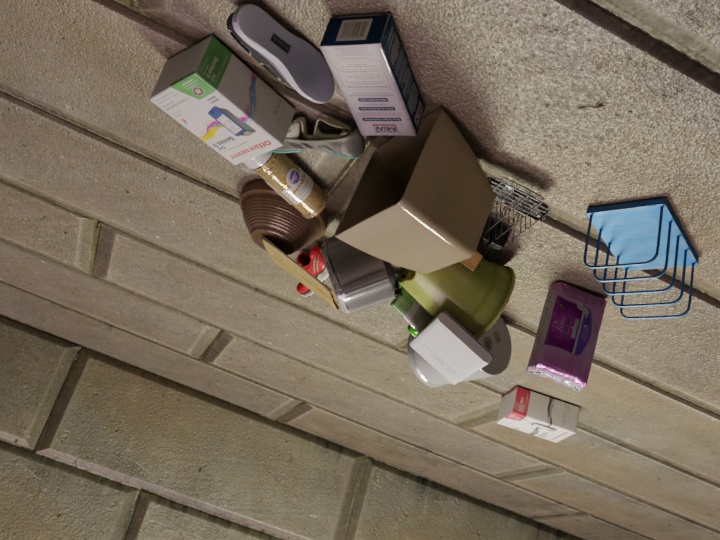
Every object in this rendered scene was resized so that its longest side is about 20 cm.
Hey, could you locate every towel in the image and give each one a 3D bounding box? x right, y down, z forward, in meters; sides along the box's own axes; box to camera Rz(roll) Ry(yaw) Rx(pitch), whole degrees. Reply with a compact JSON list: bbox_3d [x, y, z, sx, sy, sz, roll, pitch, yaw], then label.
[{"bbox_3d":[0.168,0.081,1.679,0.200,0.150,0.031,42,150,-19],"label":"towel"}]

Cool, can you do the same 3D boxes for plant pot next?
[{"bbox_3d":[0.107,-0.110,1.293,0.176,0.202,0.199,36,150,-20],"label":"plant pot"},{"bbox_3d":[0.182,0.024,1.580,0.183,0.202,0.200,36,151,-13],"label":"plant pot"},{"bbox_3d":[-0.174,-0.098,1.648,0.198,0.094,0.202,15,154,7],"label":"plant pot"}]

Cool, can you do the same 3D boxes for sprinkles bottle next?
[{"bbox_3d":[-0.146,-0.181,1.491,0.068,0.069,0.200,-5,147,38],"label":"sprinkles bottle"}]

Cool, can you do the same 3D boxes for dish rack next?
[{"bbox_3d":[0.244,-0.113,1.402,0.152,0.055,0.200,23,152,-13],"label":"dish rack"}]

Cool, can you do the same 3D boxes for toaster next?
[{"bbox_3d":[0.000,0.000,1.590,0.127,0.202,0.114,-21,149,1],"label":"toaster"}]

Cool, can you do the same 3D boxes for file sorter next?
[{"bbox_3d":[0.492,-0.014,1.360,0.137,0.124,0.200,-6,146,38],"label":"file sorter"}]

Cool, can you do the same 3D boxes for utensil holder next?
[{"bbox_3d":[0.238,0.186,1.866,0.169,0.172,0.199,33,149,-30],"label":"utensil holder"}]

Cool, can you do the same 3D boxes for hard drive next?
[{"bbox_3d":[0.180,0.161,1.574,0.132,0.025,0.200,42,157,4],"label":"hard drive"}]

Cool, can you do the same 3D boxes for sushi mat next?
[{"bbox_3d":[-0.124,0.007,1.609,0.199,0.012,0.096,37,164,22],"label":"sushi mat"}]

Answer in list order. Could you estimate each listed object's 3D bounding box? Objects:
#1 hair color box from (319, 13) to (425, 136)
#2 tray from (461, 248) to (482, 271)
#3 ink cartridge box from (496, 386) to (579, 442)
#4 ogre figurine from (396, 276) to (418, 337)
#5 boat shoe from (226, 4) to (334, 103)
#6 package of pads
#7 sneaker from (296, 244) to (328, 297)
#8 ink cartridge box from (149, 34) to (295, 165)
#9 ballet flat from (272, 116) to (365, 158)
[{"bbox_3d":[0.022,-0.290,1.174,0.099,0.061,0.201,6,152,24],"label":"hair color box"},{"bbox_3d":[0.138,-0.074,1.448,0.199,0.037,0.099,36,-172,3],"label":"tray"},{"bbox_3d":[0.517,0.423,2.260,0.197,0.086,0.146,17,155,-3],"label":"ink cartridge box"},{"bbox_3d":[0.150,0.087,1.767,0.119,0.202,0.097,-34,161,35],"label":"ogre figurine"},{"bbox_3d":[-0.125,-0.329,1.194,0.199,0.071,0.066,32,168,-33],"label":"boat shoe"},{"bbox_3d":[0.428,0.137,1.612,0.119,0.202,0.076,21,160,-1],"label":"package of pads"},{"bbox_3d":[-0.117,-0.007,1.836,0.084,0.078,0.200,33,146,-7],"label":"sneaker"},{"bbox_3d":[-0.232,-0.283,1.321,0.144,0.089,0.199,-10,145,43],"label":"ink cartridge box"},{"bbox_3d":[-0.085,-0.241,1.361,0.197,0.068,0.064,8,126,17],"label":"ballet flat"}]
